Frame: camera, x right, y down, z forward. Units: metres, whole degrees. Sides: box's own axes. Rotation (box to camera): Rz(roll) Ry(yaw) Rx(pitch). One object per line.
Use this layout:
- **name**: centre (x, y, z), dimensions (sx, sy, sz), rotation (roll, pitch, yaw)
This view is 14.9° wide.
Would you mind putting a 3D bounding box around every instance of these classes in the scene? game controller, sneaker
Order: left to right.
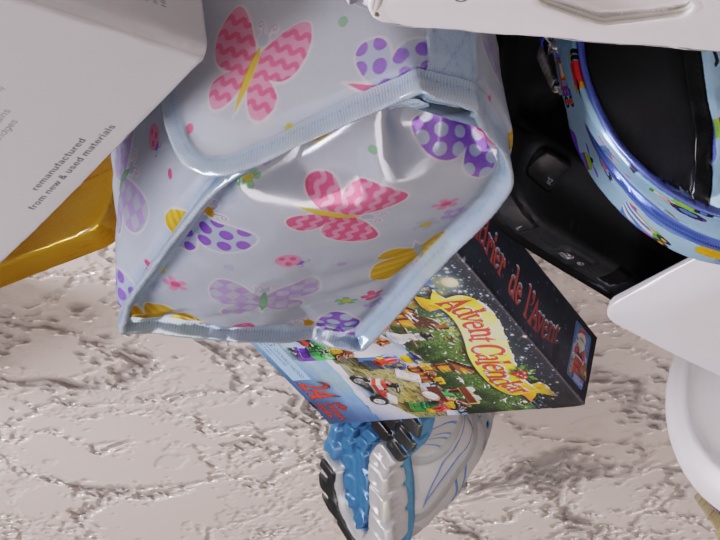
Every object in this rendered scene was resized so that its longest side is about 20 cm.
- **sneaker**: centre (0.030, 0.067, 1.399), dimensions (0.087, 0.075, 0.200), rotation (-30, 154, -23)
- **game controller**: centre (0.113, -0.038, 1.141), dimensions (0.042, 0.104, 0.200), rotation (-16, 151, 33)

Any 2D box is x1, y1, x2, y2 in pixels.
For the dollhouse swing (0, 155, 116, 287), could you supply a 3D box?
- **dollhouse swing**: centre (-0.196, -0.012, 1.078), dimensions (0.182, 0.176, 0.200), rotation (-19, 149, 28)

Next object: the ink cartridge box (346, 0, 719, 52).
- **ink cartridge box**: centre (0.067, -0.168, 0.773), dimensions (0.146, 0.200, 0.085), rotation (3, 152, -13)

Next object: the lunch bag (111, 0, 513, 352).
- **lunch bag**: centre (-0.019, -0.087, 0.957), dimensions (0.127, 0.170, 0.200), rotation (6, 155, -23)

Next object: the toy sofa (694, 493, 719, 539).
- **toy sofa**: centre (0.282, 0.167, 1.612), dimensions (0.083, 0.098, 0.200), rotation (-38, 143, 11)

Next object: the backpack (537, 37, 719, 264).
- **backpack**: centre (0.146, -0.085, 0.947), dimensions (0.183, 0.200, 0.135), rotation (-1, 153, -6)

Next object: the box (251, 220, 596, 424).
- **box**: centre (0.000, 0.000, 1.212), dimensions (0.137, 0.038, 0.200), rotation (-6, 145, 31)

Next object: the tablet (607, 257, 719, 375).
- **tablet**: centre (0.209, 0.001, 1.089), dimensions (0.130, 0.014, 0.200), rotation (24, 142, -33)

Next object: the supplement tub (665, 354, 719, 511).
- **supplement tub**: centre (0.248, 0.087, 1.363), dimensions (0.140, 0.140, 0.200), rotation (-17, 151, 24)

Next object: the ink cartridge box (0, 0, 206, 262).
- **ink cartridge box**: centre (-0.176, -0.115, 0.893), dimensions (0.200, 0.147, 0.146), rotation (16, 141, -33)
